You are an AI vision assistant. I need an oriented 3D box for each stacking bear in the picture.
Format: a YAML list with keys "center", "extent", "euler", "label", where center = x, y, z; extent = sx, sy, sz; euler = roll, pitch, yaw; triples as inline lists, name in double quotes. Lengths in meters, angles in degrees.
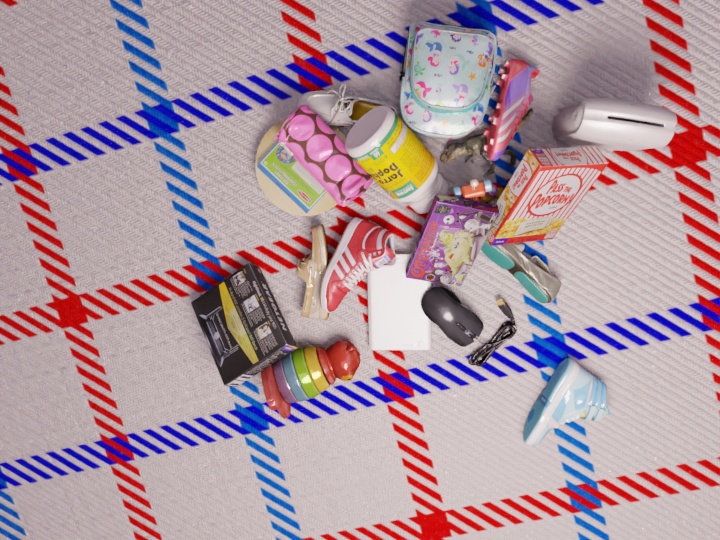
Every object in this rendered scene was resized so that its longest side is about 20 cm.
- center: [-0.095, 0.209, 1.187]
  extent: [0.199, 0.122, 0.114]
  euler: [-22, 61, 1]
  label: "stacking bear"

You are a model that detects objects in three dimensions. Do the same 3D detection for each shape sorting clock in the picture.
- center: [-0.112, -0.210, 1.152]
  extent: [0.199, 0.039, 0.201]
  euler: [0, 91, -4]
  label: "shape sorting clock"

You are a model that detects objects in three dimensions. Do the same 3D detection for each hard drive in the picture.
- center: [0.081, 0.065, 1.187]
  extent: [0.131, 0.026, 0.201]
  euler: [-1, 99, 5]
  label: "hard drive"

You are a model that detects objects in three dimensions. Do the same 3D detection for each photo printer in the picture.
- center: [0.444, -0.256, 1.013]
  extent: [0.165, 0.200, 0.070]
  euler: [10, 100, 3]
  label: "photo printer"

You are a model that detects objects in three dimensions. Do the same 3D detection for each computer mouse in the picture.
- center: [0.227, 0.095, 1.156]
  extent: [0.140, 0.046, 0.200]
  euler: [-41, 102, 7]
  label: "computer mouse"

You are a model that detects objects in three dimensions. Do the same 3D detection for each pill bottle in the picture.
- center: [0.074, -0.200, 1.073]
  extent: [0.113, 0.113, 0.200]
  euler: [-43, 122, 10]
  label: "pill bottle"

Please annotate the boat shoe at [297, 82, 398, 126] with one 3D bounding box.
- center: [-0.024, -0.311, 1.097]
  extent: [0.201, 0.086, 0.075]
  euler: [15, 83, 2]
  label: "boat shoe"

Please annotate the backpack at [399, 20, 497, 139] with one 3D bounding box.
- center: [0.157, -0.344, 1.057]
  extent: [0.176, 0.151, 0.201]
  euler: [10, 105, 2]
  label: "backpack"

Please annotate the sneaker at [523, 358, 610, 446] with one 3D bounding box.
- center: [0.428, 0.294, 1.166]
  extent: [0.130, 0.080, 0.201]
  euler: [28, 101, 2]
  label: "sneaker"

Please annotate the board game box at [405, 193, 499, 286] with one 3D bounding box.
- center: [0.168, -0.052, 1.084]
  extent: [0.119, 0.032, 0.201]
  euler: [12, 135, -5]
  label: "board game box"

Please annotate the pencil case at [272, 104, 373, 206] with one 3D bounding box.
- center: [-0.070, -0.212, 1.093]
  extent: [0.200, 0.091, 0.094]
  euler: [45, 63, -3]
  label: "pencil case"

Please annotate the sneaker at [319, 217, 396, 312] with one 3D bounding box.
- center: [0.000, 0.000, 1.127]
  extent: [0.112, 0.071, 0.201]
  euler: [19, 83, 26]
  label: "sneaker"

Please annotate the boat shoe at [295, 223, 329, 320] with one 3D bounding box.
- center: [-0.099, 0.005, 1.170]
  extent: [0.069, 0.074, 0.201]
  euler: [-1, 100, 0]
  label: "boat shoe"

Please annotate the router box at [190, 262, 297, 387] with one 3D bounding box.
- center: [-0.240, 0.110, 1.170]
  extent: [0.157, 0.052, 0.201]
  euler: [-33, 68, 10]
  label: "router box"

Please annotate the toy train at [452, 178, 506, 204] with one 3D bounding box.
- center: [0.272, -0.142, 1.072]
  extent: [0.199, 0.150, 0.056]
  euler: [-12, 84, 3]
  label: "toy train"

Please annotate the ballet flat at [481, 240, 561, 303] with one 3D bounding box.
- center: [0.317, -0.017, 1.142]
  extent: [0.200, 0.067, 0.064]
  euler: [42, 73, -3]
  label: "ballet flat"

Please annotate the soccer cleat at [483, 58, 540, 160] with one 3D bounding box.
- center: [0.284, -0.299, 1.071]
  extent: [0.076, 0.067, 0.201]
  euler: [13, 81, -5]
  label: "soccer cleat"

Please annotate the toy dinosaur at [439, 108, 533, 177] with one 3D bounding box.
- center: [0.258, -0.236, 1.113]
  extent: [0.199, 0.047, 0.089]
  euler: [-23, 90, 5]
  label: "toy dinosaur"

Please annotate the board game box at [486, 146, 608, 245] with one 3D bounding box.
- center: [0.326, -0.132, 1.034]
  extent: [0.151, 0.046, 0.200]
  euler: [-7, 144, -22]
  label: "board game box"
